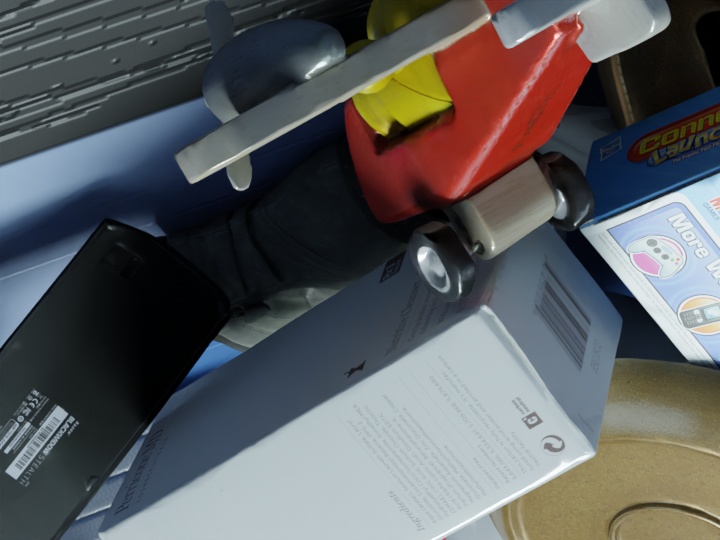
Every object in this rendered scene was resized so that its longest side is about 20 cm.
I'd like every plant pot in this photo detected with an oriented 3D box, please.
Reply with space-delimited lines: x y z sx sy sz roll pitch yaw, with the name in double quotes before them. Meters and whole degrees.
"plant pot" 0.142 0.113 1.064 0.200 0.028 0.200 14 143 11

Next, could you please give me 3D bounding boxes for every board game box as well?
"board game box" 0.223 -0.004 0.977 0.196 0.056 0.200 -23 124 30

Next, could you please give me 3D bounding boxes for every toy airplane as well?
"toy airplane" 0.038 -0.096 0.868 0.199 0.141 0.200 -43 164 17

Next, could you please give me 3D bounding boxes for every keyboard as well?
"keyboard" -0.152 0.060 1.039 0.104 0.040 0.200 41 83 -28

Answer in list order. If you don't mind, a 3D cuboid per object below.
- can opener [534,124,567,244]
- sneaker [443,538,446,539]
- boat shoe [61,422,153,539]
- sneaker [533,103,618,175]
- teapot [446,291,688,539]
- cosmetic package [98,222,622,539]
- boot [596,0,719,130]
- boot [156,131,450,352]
"can opener" 0.051 -0.023 1.040 0.067 0.053 0.200 -5 123 -8
"sneaker" 0.062 0.152 1.394 0.087 0.074 0.200 -1 174 -18
"boat shoe" -0.142 0.123 1.245 0.200 0.072 0.071 -16 164 10
"sneaker" 0.155 -0.074 1.111 0.200 0.076 0.115 17 94 -22
"teapot" 0.142 0.099 1.222 0.146 0.200 0.197 -5 126 31
"cosmetic package" 0.001 0.063 1.001 0.200 0.081 0.113 -31 -162 23
"boot" 0.159 -0.028 1.042 0.074 0.075 0.200 -30 114 -16
"boot" 0.000 0.000 1.128 0.131 0.068 0.200 -28 147 21
